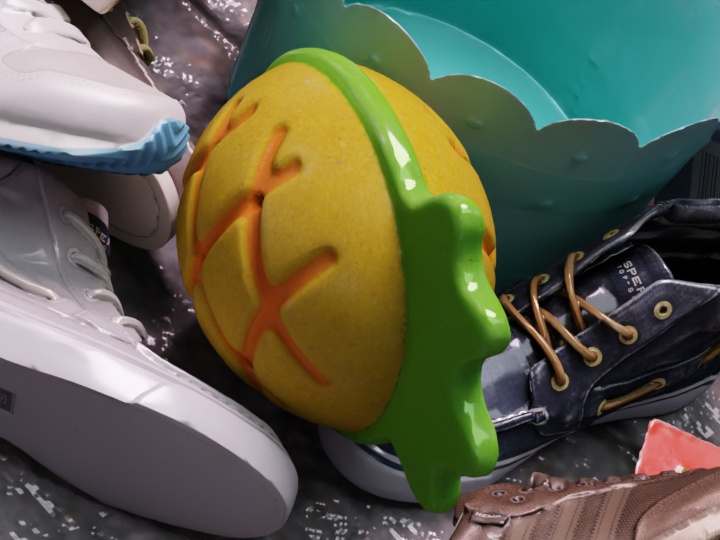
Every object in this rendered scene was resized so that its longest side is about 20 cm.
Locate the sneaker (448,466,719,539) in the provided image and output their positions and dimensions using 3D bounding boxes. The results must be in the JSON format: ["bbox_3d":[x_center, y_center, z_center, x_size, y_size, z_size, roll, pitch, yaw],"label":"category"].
[{"bbox_3d":[0.072,0.097,0.832,0.200,0.070,0.076,-23,58,-16],"label":"sneaker"}]

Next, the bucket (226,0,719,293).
[{"bbox_3d":[0.049,-0.091,0.965,0.207,0.135,0.207,15,48,-17],"label":"bucket"}]

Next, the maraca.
[{"bbox_3d":[0.000,0.000,0.826,0.107,0.137,0.200,-11,30,-22],"label":"maraca"}]

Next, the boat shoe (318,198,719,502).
[{"bbox_3d":[0.077,0.023,0.915,0.200,0.091,0.071,-16,61,-36],"label":"boat shoe"}]

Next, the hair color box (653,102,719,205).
[{"bbox_3d":[0.238,-0.047,1.046,0.200,0.061,0.099,-10,24,-32],"label":"hair color box"}]

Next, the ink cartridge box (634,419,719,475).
[{"bbox_3d":[0.184,0.151,0.857,0.200,0.050,0.162,24,63,-9],"label":"ink cartridge box"}]

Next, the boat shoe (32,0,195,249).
[{"bbox_3d":[-0.118,-0.091,0.928,0.060,0.072,0.200,-25,61,-36],"label":"boat shoe"}]

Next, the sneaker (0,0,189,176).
[{"bbox_3d":[-0.145,-0.090,0.853,0.200,0.081,0.077,24,3,23],"label":"sneaker"}]

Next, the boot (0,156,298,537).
[{"bbox_3d":[-0.102,0.014,0.840,0.200,0.074,0.096,27,52,-3],"label":"boot"}]

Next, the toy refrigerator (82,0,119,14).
[{"bbox_3d":[-0.089,-0.164,0.929,0.070,0.076,0.200,39,14,-7],"label":"toy refrigerator"}]
